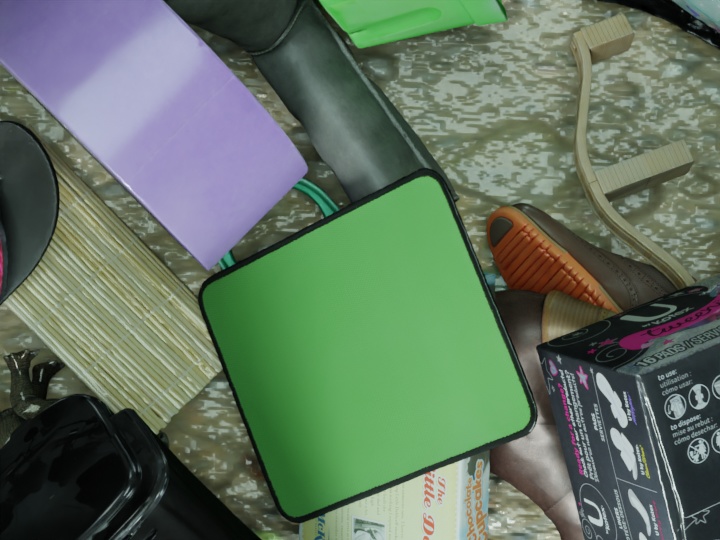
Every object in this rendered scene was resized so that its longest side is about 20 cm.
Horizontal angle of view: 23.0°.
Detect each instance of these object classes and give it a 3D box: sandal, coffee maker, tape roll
[{"bbox_3d":[-0.240,0.007,1.032,0.075,0.045,0.200,30,91,-1],"label":"sandal"},{"bbox_3d":[-0.097,0.178,0.979,0.200,0.192,0.135,49,63,-40],"label":"coffee maker"},{"bbox_3d":[-0.128,-0.099,1.015,0.085,0.200,0.200,-44,92,-4],"label":"tape roll"}]

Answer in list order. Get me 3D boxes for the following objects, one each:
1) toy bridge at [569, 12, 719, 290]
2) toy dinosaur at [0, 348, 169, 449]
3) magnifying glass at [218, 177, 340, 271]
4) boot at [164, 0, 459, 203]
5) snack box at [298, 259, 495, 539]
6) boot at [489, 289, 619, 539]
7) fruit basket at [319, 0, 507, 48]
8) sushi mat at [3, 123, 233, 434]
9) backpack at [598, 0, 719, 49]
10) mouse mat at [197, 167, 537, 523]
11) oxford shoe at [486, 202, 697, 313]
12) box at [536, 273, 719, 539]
[{"bbox_3d":[0.172,-0.059,1.094,0.067,0.027,0.201,-19,74,-7],"label":"toy bridge"},{"bbox_3d":[-0.215,0.111,1.066,0.199,0.077,0.103,-16,76,-8],"label":"toy dinosaur"},{"bbox_3d":[0.000,0.000,1.110,0.199,0.022,0.080,23,90,-5],"label":"magnifying glass"},{"bbox_3d":[-0.029,-0.101,1.045,0.072,0.182,0.201,-26,89,27],"label":"boot"},{"bbox_3d":[0.020,0.096,1.054,0.116,0.037,0.201,8,102,33],"label":"snack box"},{"bbox_3d":[0.088,0.103,1.098,0.166,0.072,0.201,7,110,16],"label":"boot"},{"bbox_3d":[0.049,-0.250,1.043,0.215,0.155,0.217,-6,71,19],"label":"fruit basket"},{"bbox_3d":[-0.169,0.006,1.084,0.200,0.012,0.096,45,61,-2],"label":"sushi mat"},{"bbox_3d":[0.243,-0.209,1.082,0.200,0.127,0.167,36,83,-5],"label":"backpack"},{"bbox_3d":[-0.001,0.048,1.034,0.200,0.008,0.162,-25,83,33],"label":"mouse mat"},{"bbox_3d":[0.165,0.021,1.109,0.200,0.071,0.073,42,59,0],"label":"oxford shoe"},{"bbox_3d":[0.220,0.074,1.002,0.199,0.115,0.133,-20,103,-22],"label":"box"}]
